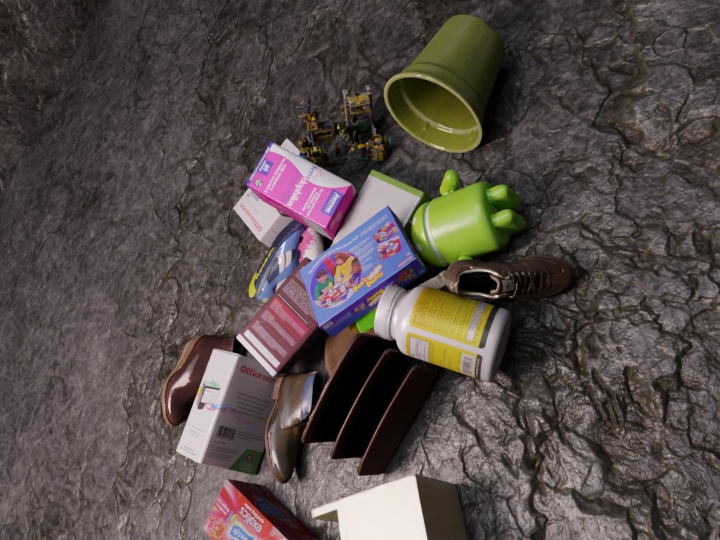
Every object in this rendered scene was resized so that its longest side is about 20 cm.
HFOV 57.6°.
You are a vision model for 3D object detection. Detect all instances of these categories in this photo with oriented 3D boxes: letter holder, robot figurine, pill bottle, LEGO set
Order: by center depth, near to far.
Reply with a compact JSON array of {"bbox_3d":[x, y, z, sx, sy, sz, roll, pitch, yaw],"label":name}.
[{"bbox_3d":[0.126,0.090,1.023,0.197,0.112,0.114,16,79,20],"label":"pill bottle"},{"bbox_3d":[0.012,0.215,1.051,0.100,0.141,0.202,32,97,34],"label":"letter holder"},{"bbox_3d":[0.172,-0.075,1.102,0.197,0.115,0.179,-18,72,31],"label":"robot figurine"},{"bbox_3d":[-0.037,-0.295,1.329,0.196,0.117,0.156,-5,52,2],"label":"LEGO set"}]

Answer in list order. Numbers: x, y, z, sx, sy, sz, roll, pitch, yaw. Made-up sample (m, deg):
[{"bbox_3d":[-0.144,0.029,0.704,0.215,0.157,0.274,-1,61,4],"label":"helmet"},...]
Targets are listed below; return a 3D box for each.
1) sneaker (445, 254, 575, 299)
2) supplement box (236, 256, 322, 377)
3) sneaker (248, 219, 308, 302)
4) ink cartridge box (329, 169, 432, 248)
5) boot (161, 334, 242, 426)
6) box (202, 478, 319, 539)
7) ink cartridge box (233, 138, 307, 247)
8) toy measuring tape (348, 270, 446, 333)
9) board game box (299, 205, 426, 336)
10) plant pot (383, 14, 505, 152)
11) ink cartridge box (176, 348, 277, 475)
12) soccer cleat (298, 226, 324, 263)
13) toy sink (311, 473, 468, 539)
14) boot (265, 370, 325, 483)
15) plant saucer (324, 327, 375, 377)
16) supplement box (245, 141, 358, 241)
[{"bbox_3d":[0.228,0.021,0.995,0.196,0.076,0.072,-2,109,10],"label":"sneaker"},{"bbox_3d":[-0.124,0.088,1.226,0.109,0.061,0.200,42,91,14],"label":"supplement box"},{"bbox_3d":[-0.154,-0.019,1.364,0.202,0.082,0.074,-60,19,-1],"label":"sneaker"},{"bbox_3d":[0.038,-0.068,1.235,0.147,0.075,0.202,30,91,43],"label":"ink cartridge box"},{"bbox_3d":[-0.336,0.231,1.390,0.164,0.072,0.203,-7,62,38],"label":"boot"},{"bbox_3d":[-0.171,0.460,1.133,0.199,0.095,0.101,25,86,43],"label":"box"},{"bbox_3d":[-0.166,-0.162,1.434,0.201,0.084,0.145,-51,49,7],"label":"ink cartridge box"},{"bbox_3d":[0.064,0.050,1.131,0.198,0.074,0.074,-30,53,12],"label":"toy measuring tape"},{"bbox_3d":[0.000,0.000,1.121,0.199,0.045,0.136,-35,49,12],"label":"board game box"},{"bbox_3d":[0.172,-0.354,1.204,0.198,0.201,0.186,16,67,41],"label":"plant pot"},{"bbox_3d":[-0.239,0.268,1.246,0.083,0.144,0.203,8,74,42],"label":"ink cartridge box"},{"bbox_3d":[-0.081,0.005,1.309,0.085,0.070,0.204,-1,70,21],"label":"soccer cleat"},{"bbox_3d":[0.042,0.393,0.974,0.198,0.130,0.114,-27,55,25],"label":"toy sink"},{"bbox_3d":[-0.115,0.277,1.191,0.096,0.074,0.203,-21,56,33],"label":"boot"},{"bbox_3d":[0.008,0.131,1.195,0.198,0.029,0.204,-18,59,32],"label":"plant saucer"},{"bbox_3d":[-0.109,-0.153,1.288,0.198,0.103,0.102,29,84,17],"label":"supplement box"}]
